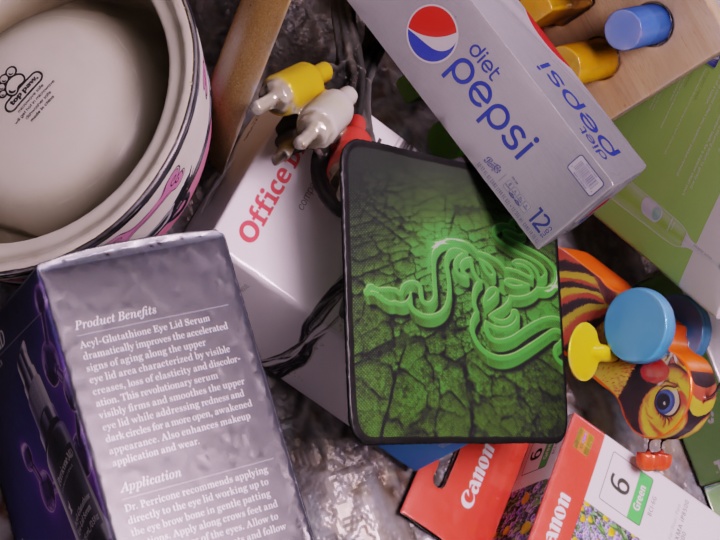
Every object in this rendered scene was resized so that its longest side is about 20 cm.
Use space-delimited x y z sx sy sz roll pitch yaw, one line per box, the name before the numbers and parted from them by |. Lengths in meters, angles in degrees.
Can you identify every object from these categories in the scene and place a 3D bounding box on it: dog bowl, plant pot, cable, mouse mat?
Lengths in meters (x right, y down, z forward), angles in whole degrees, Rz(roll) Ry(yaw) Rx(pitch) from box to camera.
dog bowl | -0.166 -0.081 0.785 0.197 0.074 0.203 -5 71 14
plant pot | -0.054 -0.153 0.858 0.027 0.200 0.202 22 61 -7
cable | 0.000 -0.106 0.855 0.097 0.050 0.201 47 40 -17
mouse mat | 0.058 0.017 0.843 0.199 0.007 0.164 7 78 -49

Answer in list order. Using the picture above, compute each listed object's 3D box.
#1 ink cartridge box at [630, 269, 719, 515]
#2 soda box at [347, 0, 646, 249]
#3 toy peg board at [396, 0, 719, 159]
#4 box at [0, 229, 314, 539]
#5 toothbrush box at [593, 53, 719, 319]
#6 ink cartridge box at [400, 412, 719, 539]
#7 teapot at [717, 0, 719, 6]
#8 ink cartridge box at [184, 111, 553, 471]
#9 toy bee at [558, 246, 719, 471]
ink cartridge box | 0.272 0.086 1.035 0.103 0.059 0.202 -13 79 -33
soda box | 0.077 -0.115 0.872 0.201 0.063 0.068 53 30 7
toy peg board | 0.093 -0.175 0.935 0.097 0.198 0.202 -22 83 -53
box | -0.113 0.102 0.755 0.103 0.148 0.203 -12 76 -32
toothbrush box | 0.232 -0.073 0.960 0.085 0.147 0.200 12 21 -29
ink cartridge box | 0.131 0.156 0.933 0.199 0.050 0.110 36 58 -15
teapot | 0.180 -0.237 1.058 0.197 0.146 0.200 -44 127 2
ink cartridge box | 0.000 0.000 0.895 0.199 0.084 0.146 35 56 -13
toy bee | 0.179 0.065 0.942 0.129 0.200 0.110 15 100 -28
